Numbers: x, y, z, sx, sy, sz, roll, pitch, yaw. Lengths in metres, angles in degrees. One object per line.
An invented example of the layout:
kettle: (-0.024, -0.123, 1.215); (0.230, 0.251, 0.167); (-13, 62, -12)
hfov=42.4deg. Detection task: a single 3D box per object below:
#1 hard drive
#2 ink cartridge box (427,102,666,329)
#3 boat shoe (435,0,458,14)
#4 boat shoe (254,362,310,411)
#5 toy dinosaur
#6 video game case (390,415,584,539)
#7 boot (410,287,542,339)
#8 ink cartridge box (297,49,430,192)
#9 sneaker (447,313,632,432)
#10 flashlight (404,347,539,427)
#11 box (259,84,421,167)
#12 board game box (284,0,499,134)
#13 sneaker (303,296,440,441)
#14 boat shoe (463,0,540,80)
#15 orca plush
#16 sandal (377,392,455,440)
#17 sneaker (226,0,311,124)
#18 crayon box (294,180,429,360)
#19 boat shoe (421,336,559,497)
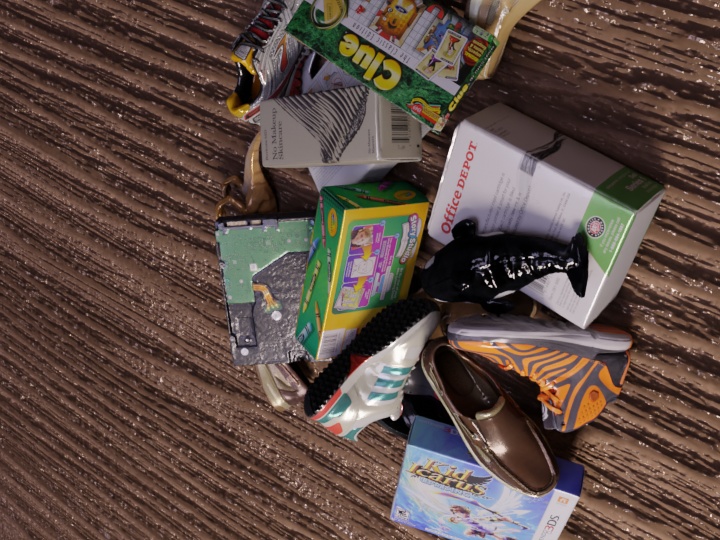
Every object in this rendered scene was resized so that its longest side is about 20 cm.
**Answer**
hard drive: (-0.111, 0.024, 1.218); (0.138, 0.038, 0.202); (-4, 110, 6)
ink cartridge box: (0.183, -0.060, 0.947); (0.199, 0.084, 0.147); (34, 130, 23)
boat shoe: (0.039, -0.302, 0.968); (0.068, 0.072, 0.201); (-29, 75, 4)
boat shoe: (-0.124, 0.093, 1.301); (0.071, 0.072, 0.202); (-24, 86, 13)
toy dinosaur: (-0.140, -0.105, 1.225); (0.105, 0.061, 0.202); (-1, 120, 19)
video game case: (0.142, 0.264, 1.091); (0.198, 0.046, 0.182); (16, 137, 8)
boot: (0.108, 0.052, 1.072); (0.199, 0.075, 0.074); (-14, 106, 46)
ink cartridge box: (-0.007, -0.194, 1.071); (0.200, 0.043, 0.175); (-42, 65, 44)
sneaker: (0.183, 0.109, 0.963); (0.198, 0.078, 0.113); (7, 99, -5)
flashlight: (0.114, 0.155, 1.107); (0.199, 0.068, 0.068); (34, 165, 21)
box: (-0.025, -0.155, 1.015); (0.199, 0.068, 0.083); (2, 96, 48)
board game box: (0.026, -0.229, 0.908); (0.199, 0.023, 0.105); (37, 100, 22)
sneaker: (0.030, 0.119, 1.081); (0.200, 0.070, 0.093); (-44, 117, 8)
boat shoe: (0.148, -0.274, 0.890); (0.076, 0.072, 0.201); (18, 124, 14)
orca plush: (0.128, 0.012, 0.923); (0.199, 0.071, 0.106); (9, 123, 40)
sandal: (0.092, 0.190, 1.156); (0.200, 0.075, 0.048); (36, 137, 10)
sneaker: (-0.102, -0.261, 1.074); (0.078, 0.082, 0.202); (37, 122, 39)
crayon box: (0.000, 0.000, 1.088); (0.058, 0.118, 0.202); (41, 129, 44)
boat shoe: (0.135, 0.157, 0.987); (0.202, 0.075, 0.075); (48, 173, 11)
